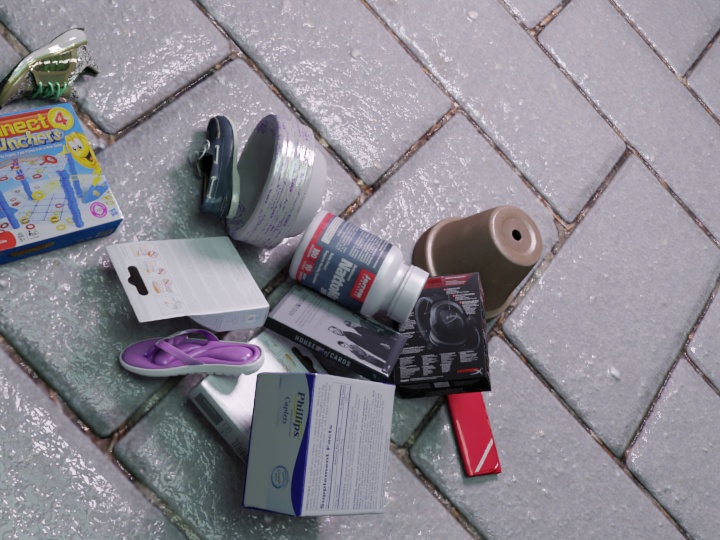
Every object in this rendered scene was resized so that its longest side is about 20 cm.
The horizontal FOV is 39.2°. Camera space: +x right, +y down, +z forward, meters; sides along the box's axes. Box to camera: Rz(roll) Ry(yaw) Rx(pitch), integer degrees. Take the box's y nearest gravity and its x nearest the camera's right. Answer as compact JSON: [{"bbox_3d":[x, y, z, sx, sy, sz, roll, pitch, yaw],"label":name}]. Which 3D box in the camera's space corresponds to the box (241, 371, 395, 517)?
[{"bbox_3d":[-0.053,0.237,1.383,0.200,0.105,0.185,18,75,-54],"label":"box"}]

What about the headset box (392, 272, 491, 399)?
[{"bbox_3d":[0.129,0.097,1.639,0.148,0.077,0.201,-7,62,10],"label":"headset box"}]

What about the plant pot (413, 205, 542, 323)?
[{"bbox_3d":[0.216,-0.025,1.744,0.199,0.175,0.201,14,61,-26],"label":"plant pot"}]

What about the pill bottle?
[{"bbox_3d":[0.000,0.000,1.589,0.199,0.120,0.120,26,52,5],"label":"pill bottle"}]

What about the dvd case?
[{"bbox_3d":[-0.034,0.093,1.535,0.199,0.025,0.150,26,23,5],"label":"dvd case"}]

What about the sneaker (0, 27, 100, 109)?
[{"bbox_3d":[-0.459,-0.284,1.504,0.089,0.077,0.200,50,52,-12],"label":"sneaker"}]

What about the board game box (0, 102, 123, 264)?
[{"bbox_3d":[-0.466,-0.124,1.424,0.199,0.056,0.196,-20,79,-38],"label":"board game box"}]

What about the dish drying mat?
[{"bbox_3d":[0.183,0.242,1.686,0.076,0.018,0.201,0,67,-32],"label":"dish drying mat"}]

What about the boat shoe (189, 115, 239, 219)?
[{"bbox_3d":[-0.230,-0.166,1.585,0.062,0.075,0.201,7,57,-24],"label":"boat shoe"}]

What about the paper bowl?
[{"bbox_3d":[-0.124,-0.130,1.556,0.104,0.201,0.202,18,58,-24],"label":"paper bowl"}]

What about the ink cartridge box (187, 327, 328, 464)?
[{"bbox_3d":[-0.132,0.181,1.468,0.162,0.050,0.200,49,39,0],"label":"ink cartridge box"}]

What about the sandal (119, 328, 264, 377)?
[{"bbox_3d":[-0.234,0.107,1.410,0.201,0.050,0.083,1,30,-1],"label":"sandal"}]

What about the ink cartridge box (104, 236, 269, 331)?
[{"bbox_3d":[-0.252,0.023,1.458,0.199,0.047,0.160,-6,46,-33],"label":"ink cartridge box"}]
